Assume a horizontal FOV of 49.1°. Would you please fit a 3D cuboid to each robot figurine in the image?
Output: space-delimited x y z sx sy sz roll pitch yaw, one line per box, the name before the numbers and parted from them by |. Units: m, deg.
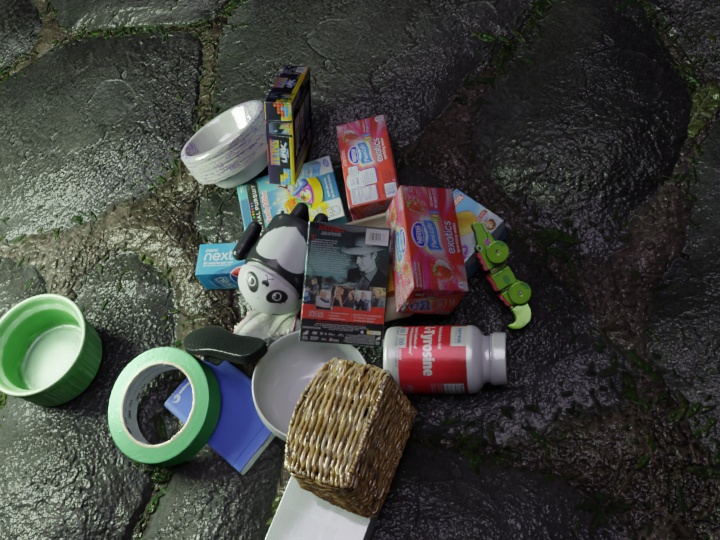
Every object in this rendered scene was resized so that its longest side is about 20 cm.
robot figurine | -0.129 -0.019 1.375 0.149 0.125 0.201 13 64 45

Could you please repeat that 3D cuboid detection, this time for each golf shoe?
golf shoe | -0.155 0.101 1.424 0.200 0.075 0.091 -43 65 -11

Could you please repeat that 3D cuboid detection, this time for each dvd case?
dvd case | -0.025 0.023 1.326 0.144 0.022 0.202 4 91 -8

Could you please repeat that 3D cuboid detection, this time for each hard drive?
hard drive | -0.235 0.245 1.389 0.199 0.025 0.132 33 73 26

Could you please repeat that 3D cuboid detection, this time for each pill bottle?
pill bottle | 0.142 0.148 1.307 0.198 0.113 0.113 -2 61 11

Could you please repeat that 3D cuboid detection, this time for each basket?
basket | -0.021 0.258 1.227 0.141 0.149 0.201 8 61 28

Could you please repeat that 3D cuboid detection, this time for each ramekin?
ramekin | -0.584 0.155 1.474 0.198 0.098 0.202 -5 61 10

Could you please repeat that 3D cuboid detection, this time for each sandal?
sandal | -0.237 0.140 1.356 0.199 0.048 0.075 9 33 44

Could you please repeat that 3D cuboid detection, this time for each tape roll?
tape roll | -0.343 0.237 1.377 0.198 0.048 0.203 -7 68 16

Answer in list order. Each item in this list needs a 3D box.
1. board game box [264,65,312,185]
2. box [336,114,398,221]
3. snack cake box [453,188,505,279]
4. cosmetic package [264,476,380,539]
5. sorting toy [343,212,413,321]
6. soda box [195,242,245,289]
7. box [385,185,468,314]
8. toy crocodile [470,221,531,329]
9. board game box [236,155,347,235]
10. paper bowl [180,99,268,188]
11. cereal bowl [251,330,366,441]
board game box | -0.138 -0.285 1.533 0.056 0.167 0.201 5 33 5
box | 0.020 -0.186 1.518 0.099 0.096 0.202 -12 60 5
snack cake box | 0.157 -0.036 1.431 0.115 0.067 0.200 36 75 28
cosmetic package | -0.058 0.402 1.248 0.149 0.052 0.201 15 66 21
sorting toy | 0.000 0.000 1.400 0.183 0.036 0.202 -14 64 18
soda box | -0.208 -0.010 1.501 0.198 0.064 0.068 -3 61 12
box | 0.109 -0.034 1.330 0.099 0.096 0.202 3 62 -15
toy crocodile | 0.240 0.006 1.359 0.061 0.068 0.201 -29 94 2
board game box | -0.136 -0.128 1.559 0.198 0.047 0.152 -17 59 3
paper bowl | -0.254 -0.244 1.589 0.199 0.105 0.201 -23 31 15
cereal bowl | -0.083 0.205 1.330 0.198 0.084 0.202 3 61 -5
